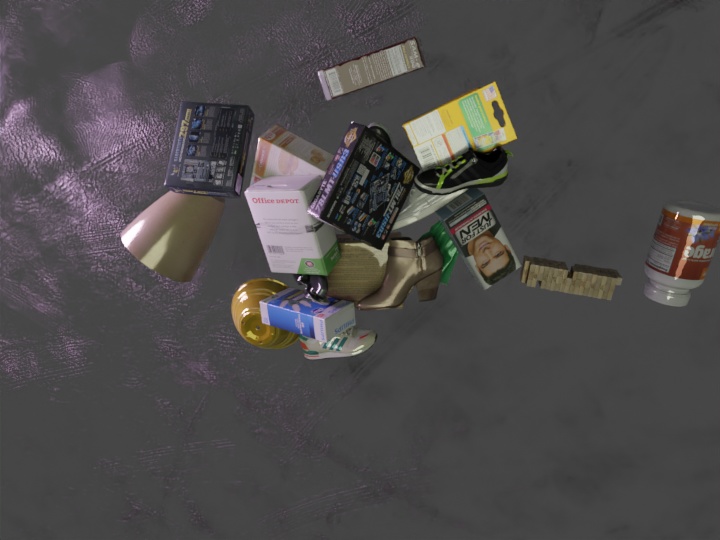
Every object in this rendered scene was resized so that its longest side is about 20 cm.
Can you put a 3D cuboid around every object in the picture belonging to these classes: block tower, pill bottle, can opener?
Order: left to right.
[{"bbox_3d":[-0.118,0.008,1.229,0.053,0.200,0.067,19,111,-41],"label":"can opener"},{"bbox_3d":[0.456,0.016,1.184,0.200,0.054,0.058,8,113,8],"label":"block tower"},{"bbox_3d":[0.646,-0.034,1.095,0.112,0.112,0.200,9,113,8],"label":"pill bottle"}]

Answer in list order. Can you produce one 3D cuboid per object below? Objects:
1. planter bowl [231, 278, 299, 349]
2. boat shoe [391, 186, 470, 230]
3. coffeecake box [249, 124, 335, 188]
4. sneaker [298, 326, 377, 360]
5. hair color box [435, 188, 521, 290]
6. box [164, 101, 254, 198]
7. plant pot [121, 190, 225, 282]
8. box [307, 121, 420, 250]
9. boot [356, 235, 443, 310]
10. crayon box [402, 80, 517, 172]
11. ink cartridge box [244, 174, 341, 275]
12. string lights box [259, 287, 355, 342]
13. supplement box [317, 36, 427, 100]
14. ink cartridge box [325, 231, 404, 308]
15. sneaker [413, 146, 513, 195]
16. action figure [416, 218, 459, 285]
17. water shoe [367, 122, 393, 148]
[{"bbox_3d":[-0.242,0.127,1.348,0.200,0.083,0.201,4,112,9],"label":"planter bowl"},{"bbox_3d":[0.143,-0.156,1.171,0.200,0.072,0.069,-29,90,21],"label":"boat shoe"},{"bbox_3d":[-0.129,-0.194,1.171,0.200,0.073,0.154,29,134,5],"label":"coffeecake box"},{"bbox_3d":[-0.061,0.159,1.332,0.200,0.070,0.093,-11,115,18],"label":"sneaker"},{"bbox_3d":[0.252,-0.066,1.149,0.099,0.061,0.200,-34,118,4],"label":"hair color box"},{"bbox_3d":[-0.326,-0.263,1.178,0.157,0.051,0.200,5,78,7],"label":"box"},{"bbox_3d":[-0.411,-0.110,1.251,0.187,0.187,0.200,39,98,-5],"label":"plant pot"},{"bbox_3d":[0.013,-0.164,1.102,0.050,0.198,0.200,27,92,42],"label":"box"},{"bbox_3d":[0.080,0.002,1.171,0.200,0.070,0.146,-10,105,-3],"label":"boot"},{"bbox_3d":[0.203,-0.288,1.115,0.200,0.052,0.126,-21,106,19],"label":"crayon box"},{"bbox_3d":[-0.138,-0.096,1.142,0.146,0.084,0.200,4,124,26],"label":"ink cartridge box"},{"bbox_3d":[-0.121,0.097,1.226,0.200,0.103,0.059,10,115,36],"label":"string lights box"},{"bbox_3d":[0.027,-0.399,1.074,0.200,0.109,0.061,-14,108,15],"label":"supplement box"},{"bbox_3d":[0.000,0.000,1.255,0.200,0.075,0.165,-1,112,11],"label":"ink cartridge box"},{"bbox_3d":[0.203,-0.210,1.083,0.200,0.072,0.083,-10,132,-6],"label":"sneaker"},{"bbox_3d":[0.195,-0.081,1.197,0.118,0.055,0.200,31,110,0],"label":"action figure"},{"bbox_3d":[0.024,-0.213,1.164,0.071,0.079,0.200,12,113,6],"label":"water shoe"}]
